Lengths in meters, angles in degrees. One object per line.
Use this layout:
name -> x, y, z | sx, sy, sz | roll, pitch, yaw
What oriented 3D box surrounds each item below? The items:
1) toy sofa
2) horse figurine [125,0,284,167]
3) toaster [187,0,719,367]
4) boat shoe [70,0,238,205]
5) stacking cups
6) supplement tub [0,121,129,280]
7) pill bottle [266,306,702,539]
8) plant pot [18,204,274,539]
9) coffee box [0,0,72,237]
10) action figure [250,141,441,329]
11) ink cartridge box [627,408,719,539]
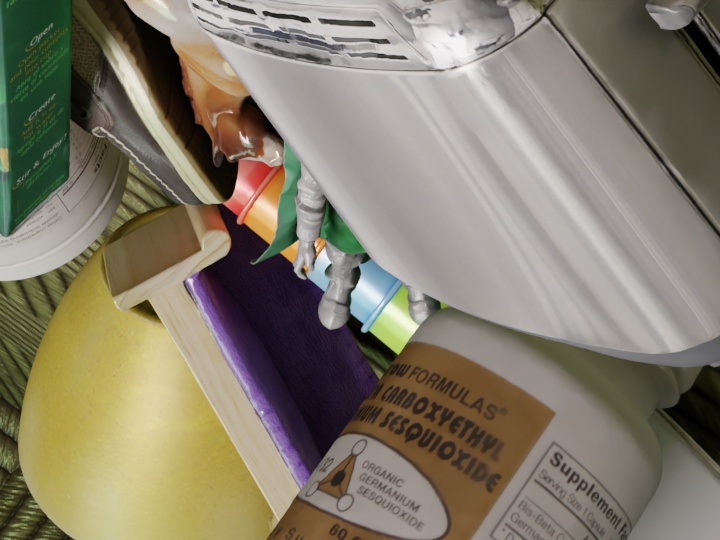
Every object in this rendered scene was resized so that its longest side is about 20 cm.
toy sofa -> -0.042, 0.055, 0.971 | 0.201, 0.097, 0.083 | 62, 180, -21
horse figurine -> -0.059, -0.109, 0.729 | 0.132, 0.050, 0.200 | 12, 155, 46
toaster -> 0.039, -0.063, 0.521 | 0.200, 0.114, 0.129 | 20, 154, 55
boat shoe -> -0.119, -0.101, 0.811 | 0.066, 0.072, 0.201 | -16, 133, 20
stacking cups -> 0.000, 0.000, 0.902 | 0.200, 0.061, 0.061 | 36, 166, 2
supplement tub -> -0.202, -0.092, 0.953 | 0.132, 0.132, 0.200 | 31, 164, 21
pill bottle -> 0.052, 0.078, 0.744 | 0.114, 0.200, 0.114 | 34, 166, 10
plant pot -> -0.096, 0.047, 1.087 | 0.199, 0.200, 0.143 | 30, 137, 24
coffee box -> -0.166, -0.106, 0.728 | 0.123, 0.044, 0.200 | 39, 154, 10
action figure -> 0.008, -0.027, 0.761 | 0.117, 0.055, 0.200 | -3, 159, 0
ink cartridge box -> 0.088, 0.135, 0.893 | 0.084, 0.146, 0.200 | 44, 173, -2
